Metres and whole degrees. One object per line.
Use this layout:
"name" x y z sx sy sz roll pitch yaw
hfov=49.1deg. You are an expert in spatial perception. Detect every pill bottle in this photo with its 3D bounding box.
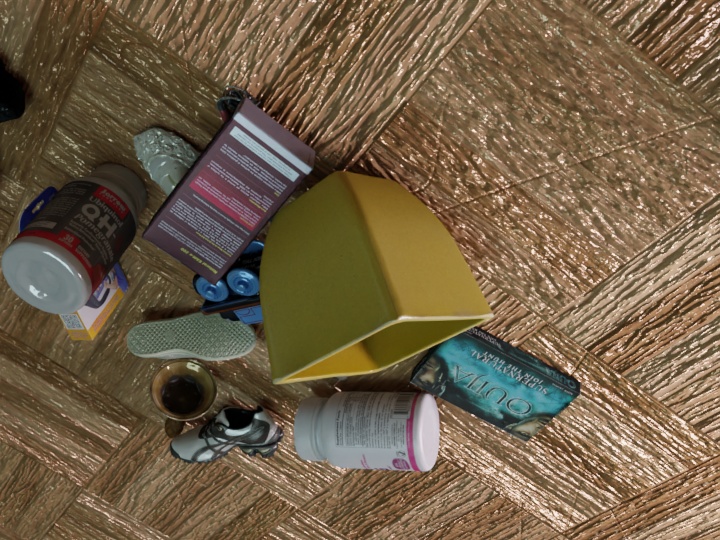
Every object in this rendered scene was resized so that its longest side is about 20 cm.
"pill bottle" 0.010 0.238 1.176 0.199 0.114 0.114 -2 128 20
"pill bottle" -0.349 -0.049 0.994 0.110 0.200 0.111 9 131 10

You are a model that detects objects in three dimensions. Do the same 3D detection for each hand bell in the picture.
"hand bell" -0.302 0.235 1.307 0.104 0.104 0.200 24 144 -3

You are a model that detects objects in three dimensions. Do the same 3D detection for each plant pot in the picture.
"plant pot" 0.000 0.000 0.917 0.194 0.201 0.195 -30 159 34

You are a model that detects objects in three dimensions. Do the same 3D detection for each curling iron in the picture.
"curling iron" -0.130 -0.133 0.971 0.049 0.026 0.200 2 129 18

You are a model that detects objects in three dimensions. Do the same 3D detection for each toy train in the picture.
"toy train" -0.130 0.020 1.059 0.199 0.087 0.114 -13 126 26

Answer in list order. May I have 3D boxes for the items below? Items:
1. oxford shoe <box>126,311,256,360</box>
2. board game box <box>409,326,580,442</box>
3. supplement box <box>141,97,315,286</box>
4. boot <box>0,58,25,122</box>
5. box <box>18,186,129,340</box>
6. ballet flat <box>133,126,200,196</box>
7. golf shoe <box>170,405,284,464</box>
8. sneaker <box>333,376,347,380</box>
"oxford shoe" -0.250 0.101 1.186 0.199 0.075 0.058 -4 169 10
"board game box" 0.187 0.157 1.111 0.200 0.028 0.135 28 130 -6
"supplement box" -0.155 -0.090 0.931 0.109 0.061 0.200 37 112 -18
"boot" -0.496 -0.182 1.011 0.168 0.076 0.201 -7 120 27
"box" -0.395 -0.016 1.089 0.041 0.119 0.200 1 129 16
"ballet flat" -0.207 -0.103 0.995 0.200 0.072 0.072 38 129 -13
"golf shoe" -0.229 0.261 1.302 0.199 0.078 0.095 -10 121 12
"sneaker" -0.014 0.088 1.092 0.199 0.076 0.114 -24 142 14
